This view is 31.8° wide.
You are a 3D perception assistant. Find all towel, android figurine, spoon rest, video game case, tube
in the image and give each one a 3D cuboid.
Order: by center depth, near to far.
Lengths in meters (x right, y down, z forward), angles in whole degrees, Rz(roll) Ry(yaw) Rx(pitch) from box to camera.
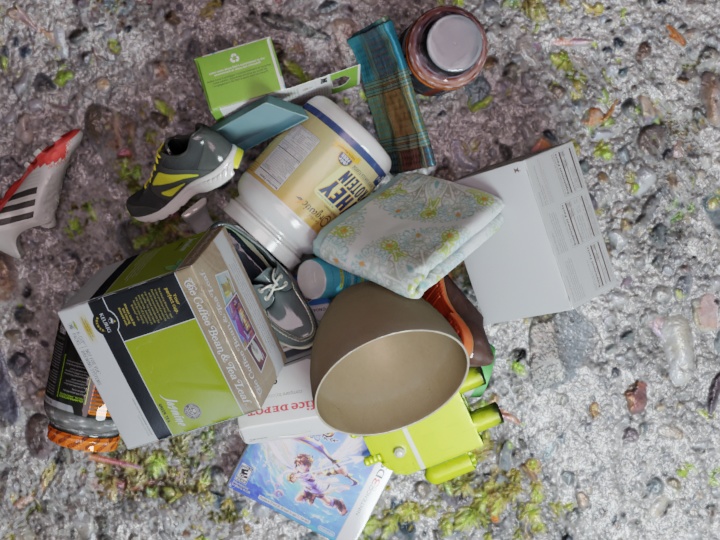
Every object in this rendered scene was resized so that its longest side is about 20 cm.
[{"bbox_3d":[0.063,-0.052,1.600,0.200,0.171,0.048,-39,133,-32],"label":"towel"},{"bbox_3d":[-0.158,-0.003,1.663,0.099,0.061,0.200,-37,85,-11],"label":"spoon rest"},{"bbox_3d":[0.039,-0.227,1.668,0.022,0.147,0.201,-19,96,-18],"label":"towel"},{"bbox_3d":[0.000,0.000,1.680,0.050,0.199,0.078,4,100,39],"label":"tube"},{"bbox_3d":[0.084,0.201,1.689,0.199,0.041,0.183,-22,106,8],"label":"android figurine"},{"bbox_3d":[-0.057,0.260,1.750,0.199,0.045,0.182,27,92,-3],"label":"video game case"}]

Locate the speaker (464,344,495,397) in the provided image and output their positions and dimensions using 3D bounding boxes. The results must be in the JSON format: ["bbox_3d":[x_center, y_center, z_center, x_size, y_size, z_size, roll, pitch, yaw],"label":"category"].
[{"bbox_3d":[0.079,0.110,1.723,0.199,0.088,0.089,17,94,-3],"label":"speaker"}]

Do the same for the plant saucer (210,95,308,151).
[{"bbox_3d":[-0.153,-0.184,1.646,0.070,0.199,0.019,14,67,-37],"label":"plant saucer"}]

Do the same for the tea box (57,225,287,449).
[{"bbox_3d":[-0.226,0.082,1.553,0.196,0.134,0.201,-17,109,20],"label":"tea box"}]

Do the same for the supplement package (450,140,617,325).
[{"bbox_3d":[0.220,-0.047,1.666,0.111,0.155,0.201,-22,96,-43],"label":"supplement package"}]

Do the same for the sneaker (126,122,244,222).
[{"bbox_3d":[-0.244,-0.135,1.667,0.199,0.075,0.085,-27,119,30],"label":"sneaker"}]

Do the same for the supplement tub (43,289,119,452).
[{"bbox_3d":[-0.354,0.134,1.692,0.122,0.123,0.201,13,94,-3],"label":"supplement tub"}]

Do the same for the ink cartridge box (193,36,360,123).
[{"bbox_3d":[-0.105,-0.258,1.656,0.199,0.148,0.076,-18,88,-1],"label":"ink cartridge box"}]

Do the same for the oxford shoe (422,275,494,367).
[{"bbox_3d":[0.118,0.056,1.694,0.072,0.201,0.071,16,127,-35],"label":"oxford shoe"}]

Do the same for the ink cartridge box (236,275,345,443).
[{"bbox_3d":[-0.100,0.117,1.682,0.144,0.084,0.201,-9,70,-1],"label":"ink cartridge box"}]

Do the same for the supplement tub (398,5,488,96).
[{"bbox_3d":[0.106,-0.283,1.634,0.106,0.200,0.108,0,95,-6],"label":"supplement tub"}]

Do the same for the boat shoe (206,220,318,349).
[{"bbox_3d":[-0.126,0.018,1.599,0.073,0.062,0.200,-39,85,-13],"label":"boat shoe"}]

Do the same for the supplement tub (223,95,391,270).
[{"bbox_3d":[-0.071,-0.114,1.665,0.144,0.144,0.200,41,88,-4],"label":"supplement tub"}]

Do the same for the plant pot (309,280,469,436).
[{"bbox_3d":[0.021,0.093,1.581,0.199,0.135,0.201,-12,139,-11],"label":"plant pot"}]

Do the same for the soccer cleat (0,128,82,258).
[{"bbox_3d":[-0.430,-0.104,1.704,0.085,0.069,0.200,42,95,-13],"label":"soccer cleat"}]
